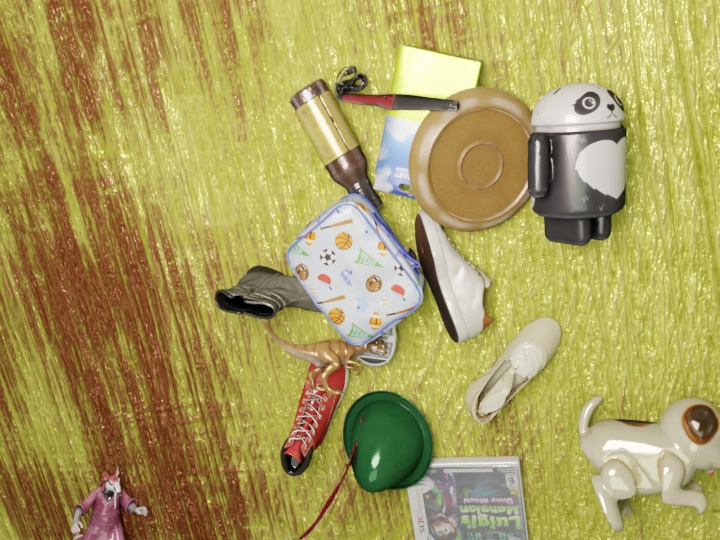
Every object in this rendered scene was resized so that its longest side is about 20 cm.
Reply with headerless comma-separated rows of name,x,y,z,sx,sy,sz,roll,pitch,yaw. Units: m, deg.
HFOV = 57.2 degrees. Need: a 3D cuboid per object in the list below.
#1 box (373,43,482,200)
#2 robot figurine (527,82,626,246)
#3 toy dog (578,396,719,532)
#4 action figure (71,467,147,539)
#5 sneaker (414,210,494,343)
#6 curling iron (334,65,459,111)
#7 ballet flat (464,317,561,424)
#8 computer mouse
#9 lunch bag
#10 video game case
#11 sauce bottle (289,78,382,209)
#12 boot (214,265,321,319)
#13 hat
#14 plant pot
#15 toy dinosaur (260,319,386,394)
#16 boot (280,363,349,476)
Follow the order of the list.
box,0.094,-0.205,0.938,0.119,0.048,0.204,15,110,10
robot figurine,0.284,-0.138,0.860,0.122,0.150,0.205,0,104,19
toy dog,0.437,0.261,0.966,0.198,0.139,0.197,-30,62,23
action figure,-0.493,0.482,1.296,0.131,0.149,0.205,10,92,-20
sneaker,0.143,-0.001,0.991,0.083,0.073,0.204,-21,96,-12
curling iron,0.044,-0.241,0.901,0.197,0.025,0.051,21,115,29
ballet flat,0.234,0.158,1.007,0.069,0.070,0.201,37,112,0
computer mouse,0.026,0.050,1.040,0.107,0.044,0.205,7,104,4
lunch bag,0.000,0.000,0.963,0.159,0.076,0.201,-36,99,17
video game case,0.180,0.403,1.121,0.195,0.023,0.186,-6,106,16
sauce bottle,-0.032,-0.176,0.971,0.064,0.065,0.203,-25,99,20
boot,-0.117,0.048,1.027,0.195,0.131,0.069,7,109,12
hat,0.012,0.316,1.040,0.162,0.176,0.205,13,106,20
plant pot,0.164,-0.147,0.912,0.195,0.028,0.205,-3,112,-8
toy dinosaur,-0.060,0.132,1.018,0.195,0.060,0.109,3,88,-12
boot,-0.076,0.225,1.066,0.071,0.144,0.204,17,109,10
